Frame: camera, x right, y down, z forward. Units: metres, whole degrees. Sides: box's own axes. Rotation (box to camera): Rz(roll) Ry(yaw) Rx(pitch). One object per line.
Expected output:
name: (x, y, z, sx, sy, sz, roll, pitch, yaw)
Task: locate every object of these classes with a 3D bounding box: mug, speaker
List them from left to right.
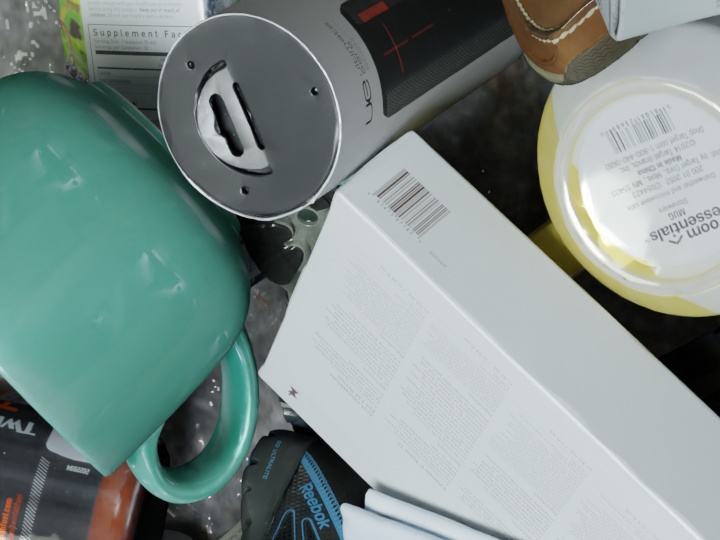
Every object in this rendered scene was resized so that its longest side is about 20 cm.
mug: (-0.114, -0.001, 0.996, 0.114, 0.185, 0.152, -46, 60, -7)
speaker: (-0.001, -0.088, 0.952, 0.081, 0.200, 0.082, 10, 114, 24)
mug: (0.137, -0.039, 0.927, 0.149, 0.153, 0.188, 25, 119, 17)

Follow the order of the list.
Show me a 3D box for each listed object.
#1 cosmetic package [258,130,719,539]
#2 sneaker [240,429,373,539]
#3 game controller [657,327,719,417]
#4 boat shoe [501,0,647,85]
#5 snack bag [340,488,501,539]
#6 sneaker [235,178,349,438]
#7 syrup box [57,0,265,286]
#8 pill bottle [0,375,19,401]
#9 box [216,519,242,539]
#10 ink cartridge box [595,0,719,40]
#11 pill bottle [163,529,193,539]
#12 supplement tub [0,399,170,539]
cosmetic package: (0.057, 0.062, 0.935, 0.200, 0.052, 0.151, 44, 147, 11)
sneaker: (-0.024, 0.151, 1.022, 0.081, 0.201, 0.073, 1, 141, 17)
game controller: (0.154, 0.073, 0.931, 0.200, 0.042, 0.105, -35, 71, 61)
boat shoe: (0.067, -0.143, 0.897, 0.076, 0.201, 0.074, -40, 118, 20)
snack bag: (0.083, 0.194, 0.966, 0.188, 0.021, 0.201, 15, 130, 41)
sneaker: (0.000, 0.000, 1.067, 0.077, 0.087, 0.201, 1, 132, 13)
syrup box: (-0.080, -0.096, 1.066, 0.081, 0.079, 0.202, 3, 110, 27)
pill bottle: (-0.245, 0.048, 1.190, 0.199, 0.112, 0.112, -34, 91, 33)
box: (0.019, 0.184, 1.100, 0.199, 0.082, 0.069, 29, 133, 24)
ink cartridge box: (0.142, -0.184, 0.839, 0.172, 0.201, 0.044, -14, 142, -4)
pill bottle: (-0.107, 0.243, 1.187, 0.113, 0.114, 0.202, -10, 104, 31)
supplement tub: (-0.193, 0.107, 1.082, 0.198, 0.107, 0.108, 11, 115, 4)
